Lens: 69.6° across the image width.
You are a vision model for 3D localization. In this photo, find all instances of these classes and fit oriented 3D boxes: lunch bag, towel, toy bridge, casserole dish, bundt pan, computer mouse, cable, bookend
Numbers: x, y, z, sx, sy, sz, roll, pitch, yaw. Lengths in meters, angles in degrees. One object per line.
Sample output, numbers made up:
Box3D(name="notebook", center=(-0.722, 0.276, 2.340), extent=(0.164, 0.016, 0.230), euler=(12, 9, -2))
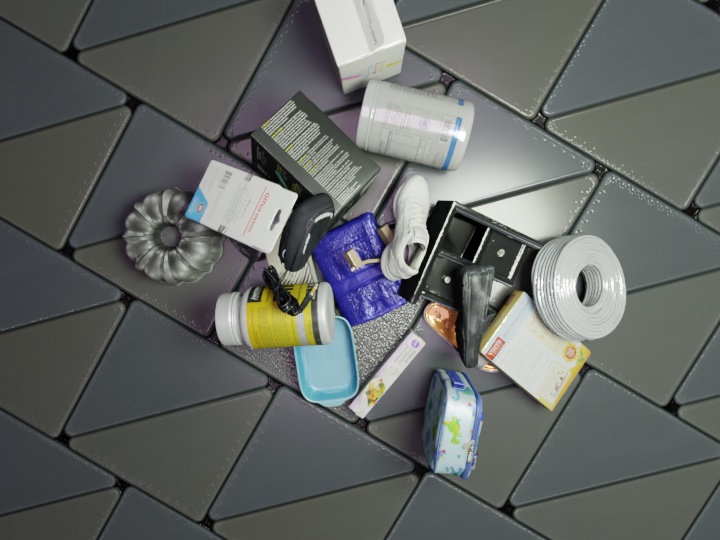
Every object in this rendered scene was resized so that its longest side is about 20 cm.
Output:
Box3D(name="lunch bag", center=(0.168, 0.275, 0.964), extent=(0.082, 0.200, 0.162), euler=(9, 93, 0))
Box3D(name="towel", center=(0.000, 0.000, 1.027), extent=(0.147, 0.050, 0.201), euler=(-26, 93, 2))
Box3D(name="toy bridge", center=(0.057, -0.055, 0.996), extent=(0.200, 0.027, 0.067), euler=(-36, 100, -20))
Box3D(name="casserole dish", center=(-0.068, 0.173, 1.034), extent=(0.120, 0.039, 0.201), euler=(-7, 103, 2))
Box3D(name="bundt pan", center=(-0.374, -0.067, 1.021), extent=(0.200, 0.076, 0.203), euler=(0, 94, 1))
Box3D(name="computer mouse", center=(-0.100, -0.025, 0.841), extent=(0.200, 0.046, 0.141), euler=(-53, 47, 20))
Box3D(name="cable", center=(0.410, 0.032, 0.971), extent=(0.199, 0.069, 0.202), euler=(5, 85, -28))
Box3D(name="bookend", center=(0.204, -0.002, 0.979), extent=(0.198, 0.092, 0.201), euler=(23, 94, -13))

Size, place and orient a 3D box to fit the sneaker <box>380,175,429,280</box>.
Box3D(name="sneaker", center=(0.101, -0.078, 0.946), extent=(0.074, 0.099, 0.201), euler=(15, 82, -25))

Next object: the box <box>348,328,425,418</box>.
Box3D(name="box", center=(0.053, 0.207, 1.044), extent=(0.039, 0.041, 0.200), euler=(39, 93, -2))

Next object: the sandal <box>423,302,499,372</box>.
Box3D(name="sandal", center=(0.213, 0.138, 1.024), extent=(0.206, 0.059, 0.079), euler=(33, 94, -1))

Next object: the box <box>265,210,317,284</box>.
Box3D(name="box", center=(-0.136, -0.012, 1.020), extent=(0.082, 0.068, 0.201), euler=(-15, 94, 4))

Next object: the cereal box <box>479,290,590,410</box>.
Box3D(name="cereal box", center=(0.334, 0.154, 1.002), extent=(0.200, 0.040, 0.144), euler=(40, 83, -13))

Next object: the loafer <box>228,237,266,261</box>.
Box3D(name="loafer", center=(-0.249, -0.106, 1.020), extent=(0.072, 0.063, 0.201), euler=(-27, 93, 4))

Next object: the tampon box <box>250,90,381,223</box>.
Box3D(name="tampon box", center=(-0.087, -0.191, 0.954), extent=(0.200, 0.150, 0.126), euler=(44, 76, -2))

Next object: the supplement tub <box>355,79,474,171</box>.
Box3D(name="supplement tub", center=(0.100, -0.269, 0.965), extent=(0.199, 0.132, 0.133), euler=(14, 94, 1))

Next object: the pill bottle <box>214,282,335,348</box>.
Box3D(name="pill bottle", center=(-0.151, 0.083, 0.937), extent=(0.198, 0.114, 0.115), euler=(-4, 94, 4))

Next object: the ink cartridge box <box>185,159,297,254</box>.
Box3D(name="ink cartridge box", center=(-0.198, -0.106, 0.919), extent=(0.199, 0.067, 0.116), euler=(24, 86, 23))

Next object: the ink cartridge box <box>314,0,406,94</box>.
Box3D(name="ink cartridge box", center=(0.000, -0.421, 0.923), extent=(0.125, 0.200, 0.129), euler=(-20, 93, 3))

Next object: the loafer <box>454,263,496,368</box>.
Box3D(name="loafer", center=(0.208, 0.084, 0.927), extent=(0.070, 0.068, 0.202), euler=(-5, 111, -5))
